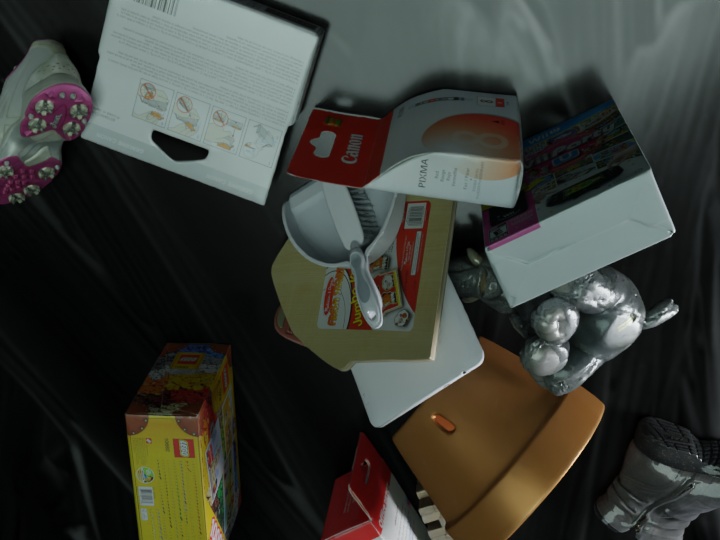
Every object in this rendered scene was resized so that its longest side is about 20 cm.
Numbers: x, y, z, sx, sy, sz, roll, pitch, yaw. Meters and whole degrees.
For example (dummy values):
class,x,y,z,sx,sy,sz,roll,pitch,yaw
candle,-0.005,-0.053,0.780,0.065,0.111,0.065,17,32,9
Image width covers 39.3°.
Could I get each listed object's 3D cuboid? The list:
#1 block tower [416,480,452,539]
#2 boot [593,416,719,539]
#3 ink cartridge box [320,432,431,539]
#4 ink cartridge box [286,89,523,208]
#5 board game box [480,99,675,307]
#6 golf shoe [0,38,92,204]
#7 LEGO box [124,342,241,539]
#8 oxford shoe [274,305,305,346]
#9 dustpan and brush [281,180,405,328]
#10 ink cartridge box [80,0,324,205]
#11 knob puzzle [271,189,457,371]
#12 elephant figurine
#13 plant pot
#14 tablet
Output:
class,x,y,z,sx,sy,sz,roll,pitch,yaw
block tower,0.119,0.318,1.130,0.057,0.054,0.202,-18,108,14
boot,0.360,0.246,1.073,0.197,0.070,0.133,22,116,9
ink cartridge box,0.020,0.292,1.097,0.067,0.116,0.202,-27,106,17
ink cartridge box,0.044,-0.123,0.901,0.196,0.163,0.051,10,120,2
board game box,0.180,-0.065,0.887,0.146,0.201,0.065,-25,110,15
golf shoe,-0.328,-0.142,0.994,0.199,0.075,0.093,-40,60,35
LEGO box,-0.182,0.201,1.066,0.076,0.149,0.203,1,113,6
oxford shoe,0.007,0.068,1.034,0.197,0.072,0.074,7,153,20
dustpan and brush,-0.004,-0.030,0.932,0.138,0.057,0.202,-30,61,19
ink cartridge box,-0.153,-0.179,0.965,0.197,0.044,0.176,20,113,-2
knob puzzle,0.000,0.000,0.976,0.218,0.222,0.030,-34,148,18
elephant figurine,0.166,0.011,0.972,0.155,0.200,0.142,35,98,-36
plant pot,0.125,0.161,1.002,0.140,0.200,0.201,42,112,6
tablet,0.030,0.034,0.971,0.129,0.202,0.014,-34,148,19
